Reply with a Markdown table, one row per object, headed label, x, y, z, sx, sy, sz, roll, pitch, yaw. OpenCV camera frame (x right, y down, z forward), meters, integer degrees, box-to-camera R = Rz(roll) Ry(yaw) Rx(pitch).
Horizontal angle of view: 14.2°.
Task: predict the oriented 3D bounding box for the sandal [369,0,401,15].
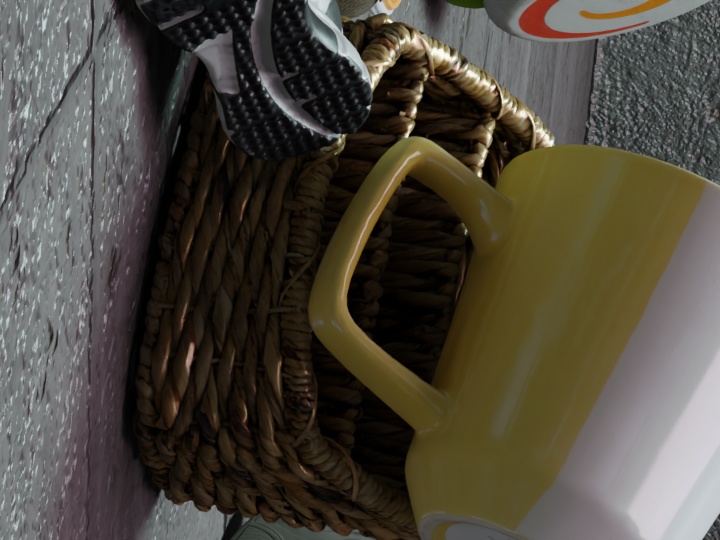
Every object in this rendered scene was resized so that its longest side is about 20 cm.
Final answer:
| label | x | y | z | sx | sy | sz | roll | pitch | yaw |
| --- | --- | --- | --- | --- | --- | --- | --- | --- | --- |
| sandal | 0.034 | -0.218 | 1.505 | 0.079 | 0.059 | 0.208 | -72 | 168 | -49 |

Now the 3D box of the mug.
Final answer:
| label | x | y | z | sx | sy | sz | roll | pitch | yaw |
| --- | --- | --- | --- | --- | --- | --- | --- | --- | --- |
| mug | 0.075 | 0.048 | 1.144 | 0.154 | 0.186 | 0.150 | -62 | 164 | -23 |

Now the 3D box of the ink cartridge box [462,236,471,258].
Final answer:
| label | x | y | z | sx | sy | sz | roll | pitch | yaw |
| --- | --- | --- | --- | --- | --- | --- | --- | --- | --- |
| ink cartridge box | 0.030 | 0.031 | 1.357 | 0.043 | 0.196 | 0.200 | 59 | -2 | 12 |

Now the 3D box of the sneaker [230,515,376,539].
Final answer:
| label | x | y | z | sx | sy | sz | roll | pitch | yaw |
| --- | --- | --- | --- | --- | --- | --- | --- | --- | --- |
| sneaker | -0.045 | 0.198 | 1.393 | 0.200 | 0.074 | 0.107 | -56 | 160 | -49 |

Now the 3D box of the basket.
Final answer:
| label | x | y | z | sx | sy | sz | roll | pitch | yaw |
| --- | --- | --- | --- | --- | --- | --- | --- | --- | --- |
| basket | 0.000 | 0.000 | 1.182 | 0.143 | 0.148 | 0.201 | 79 | 22 | -68 |

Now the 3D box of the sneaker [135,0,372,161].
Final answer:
| label | x | y | z | sx | sy | sz | roll | pitch | yaw |
| --- | --- | --- | --- | --- | --- | --- | --- | --- | --- |
| sneaker | -0.049 | -0.118 | 1.051 | 0.200 | 0.073 | 0.080 | 74 | -2 | -62 |

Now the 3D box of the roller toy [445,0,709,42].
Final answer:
| label | x | y | z | sx | sy | sz | roll | pitch | yaw |
| --- | --- | --- | --- | --- | --- | --- | --- | --- | --- |
| roller toy | 0.156 | -0.240 | 1.846 | 0.182 | 0.199 | 0.141 | -33 | -114 | 57 |

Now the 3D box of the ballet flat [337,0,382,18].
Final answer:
| label | x | y | z | sx | sy | sz | roll | pitch | yaw |
| --- | --- | --- | --- | --- | --- | --- | --- | --- | --- |
| ballet flat | 0.004 | -0.166 | 1.390 | 0.200 | 0.046 | 0.068 | 65 | 35 | -76 |
